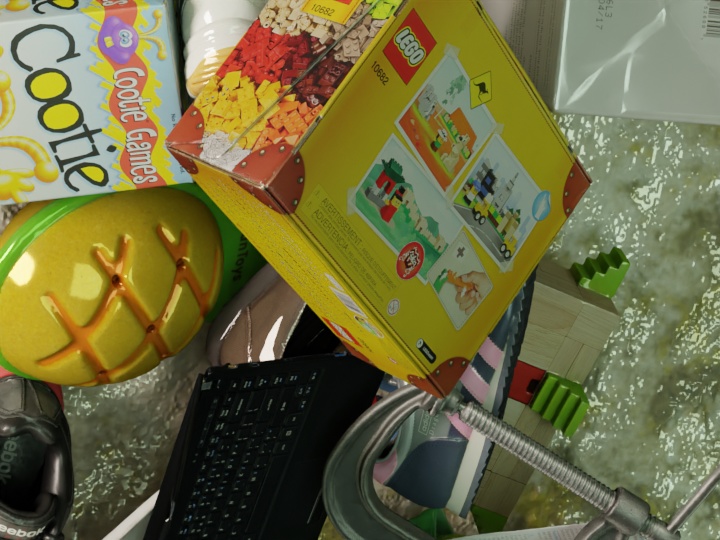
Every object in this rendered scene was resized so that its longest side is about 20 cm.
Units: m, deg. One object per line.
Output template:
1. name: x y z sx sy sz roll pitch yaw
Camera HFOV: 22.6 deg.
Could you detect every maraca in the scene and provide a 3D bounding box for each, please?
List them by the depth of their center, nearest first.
1. maraca: -0.126 -0.001 1.026 0.199 0.107 0.138 -16 137 -35

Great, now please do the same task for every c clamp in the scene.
1. c clamp: 0.085 0.120 1.005 0.199 0.027 0.172 27 111 -4

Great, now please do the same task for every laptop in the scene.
1. laptop: -0.064 0.148 0.972 0.199 0.103 0.178 -4 129 -38

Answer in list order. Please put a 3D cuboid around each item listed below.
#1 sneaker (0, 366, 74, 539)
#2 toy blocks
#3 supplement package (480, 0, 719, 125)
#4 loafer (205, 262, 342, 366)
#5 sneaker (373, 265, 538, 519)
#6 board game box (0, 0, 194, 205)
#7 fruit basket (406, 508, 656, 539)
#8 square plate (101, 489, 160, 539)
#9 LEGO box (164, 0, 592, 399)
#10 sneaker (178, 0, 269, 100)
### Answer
1. sneaker: -0.211 0.153 1.033 0.070 0.098 0.202 10 100 -23
2. toy blocks: 0.062 0.057 1.108 0.136 0.100 0.201 21 109 -14
3. supplement package: 0.128 -0.156 1.025 0.119 0.200 0.122 2 101 -19
4. loafer: 0.000 0.000 1.023 0.200 0.071 0.073 -50 138 8
5. sneaker: 0.051 0.040 1.031 0.081 0.070 0.202 16 101 9
6. board game box: -0.191 -0.102 0.940 0.198 0.103 0.106 -7 121 -1
7. fruit basket: 0.098 0.204 1.110 0.198 0.094 0.186 -14 138 12
8. square plate: -0.136 0.224 1.076 0.200 0.028 0.199 -40 137 -11
9. LEGO box: 0.017 -0.054 0.909 0.149 0.077 0.200 -54 137 -14
10. sneaker: -0.056 -0.132 0.979 0.075 0.200 0.089 -9 88 0
